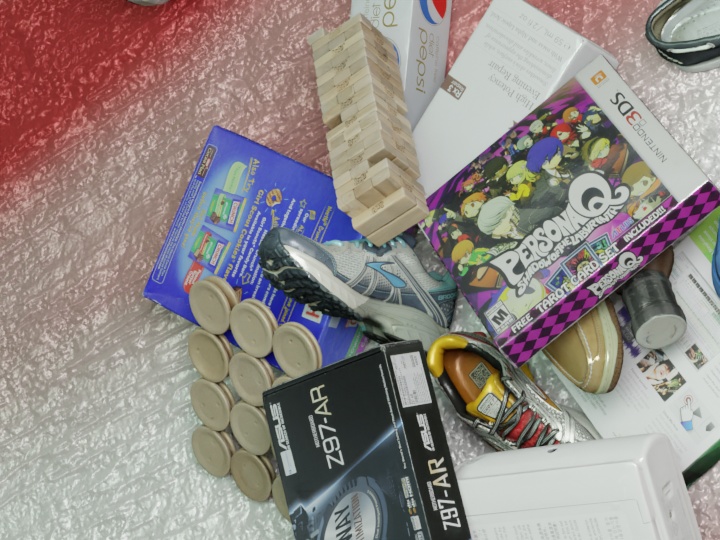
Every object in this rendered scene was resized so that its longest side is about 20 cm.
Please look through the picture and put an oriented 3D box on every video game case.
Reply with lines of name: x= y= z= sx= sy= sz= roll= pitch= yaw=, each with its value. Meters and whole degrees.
video game case: x=0.153 y=-0.048 z=1.508 sx=0.200 sy=0.036 sz=0.181 roll=-39 pitch=42 yaw=8

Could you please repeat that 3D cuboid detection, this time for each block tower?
block tower: x=0.006 y=-0.120 z=1.609 sx=0.058 sy=0.054 sz=0.200 roll=-31 pitch=49 yaw=23

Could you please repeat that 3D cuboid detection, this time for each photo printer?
photo printer: x=0.158 y=0.212 z=1.499 sx=0.200 sy=0.069 sz=0.167 roll=-12 pitch=101 yaw=37

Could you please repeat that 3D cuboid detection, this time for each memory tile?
memory tile: x=-0.090 y=0.112 z=1.694 sx=0.153 sy=0.017 sz=0.201 roll=25 pitch=127 yaw=34

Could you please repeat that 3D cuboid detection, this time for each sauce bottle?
sauce bottle: x=0.206 y=-0.027 z=1.528 sx=0.065 sy=0.065 sz=0.200 roll=-35 pitch=47 yaw=23

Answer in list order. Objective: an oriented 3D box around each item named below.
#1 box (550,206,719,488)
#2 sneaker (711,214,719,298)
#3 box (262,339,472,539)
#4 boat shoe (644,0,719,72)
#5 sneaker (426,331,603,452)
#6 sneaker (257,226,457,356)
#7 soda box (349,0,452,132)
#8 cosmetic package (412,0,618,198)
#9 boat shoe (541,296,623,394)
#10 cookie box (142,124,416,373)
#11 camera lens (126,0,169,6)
box: x=0.259 y=0.063 z=1.522 sx=0.200 sy=0.036 sz=0.145 roll=-45 pitch=59 yaw=19
sneaker: x=0.307 y=-0.065 z=1.467 sx=0.066 sy=0.078 sz=0.201 roll=11 pitch=67 yaw=22
box: x=0.007 y=0.170 z=1.545 sx=0.160 sy=0.043 sz=0.201 roll=-22 pitch=78 yaw=47
boat shoe: x=0.315 y=-0.212 z=1.526 sx=0.200 sy=0.060 sz=0.076 roll=-29 pitch=65 yaw=25
sneaker: x=0.123 y=0.123 z=1.569 sx=0.200 sy=0.082 sz=0.078 roll=42 pitch=103 yaw=29
sneaker: x=0.000 y=0.000 z=1.619 sx=0.078 sy=0.200 sz=0.087 roll=6 pitch=71 yaw=50
soda box: x=0.033 y=-0.201 z=1.711 sx=0.068 sy=0.064 sz=0.201 roll=0 pitch=79 yaw=35
cosmetic package: x=0.113 y=-0.118 z=1.635 sx=0.102 sy=0.074 sz=0.200 roll=37 pitch=100 yaw=34
boat shoe: x=0.140 y=0.027 z=1.542 sx=0.200 sy=0.076 sz=0.072 roll=-117 pitch=37 yaw=-54
cookie box: x=-0.071 y=-0.011 z=1.731 sx=0.200 sy=0.075 sz=0.172 roll=26 pitch=95 yaw=35
camera lens: x=-0.178 y=-0.356 z=1.825 sx=0.200 sy=0.160 sz=0.160 roll=-38 pitch=62 yaw=21
